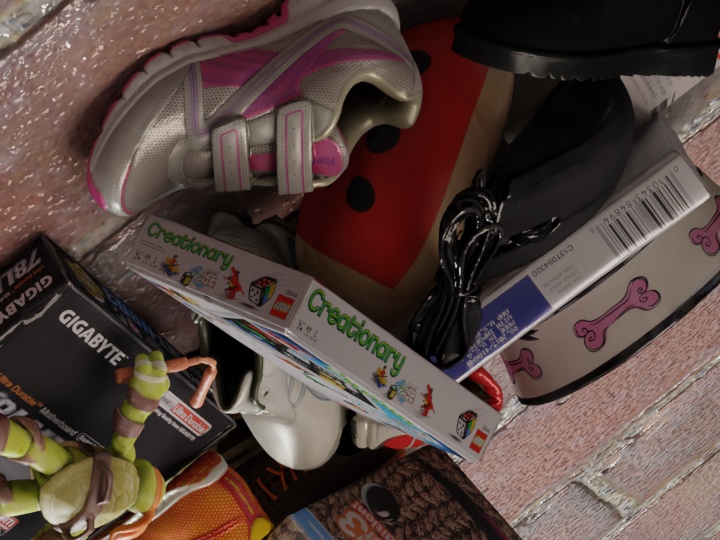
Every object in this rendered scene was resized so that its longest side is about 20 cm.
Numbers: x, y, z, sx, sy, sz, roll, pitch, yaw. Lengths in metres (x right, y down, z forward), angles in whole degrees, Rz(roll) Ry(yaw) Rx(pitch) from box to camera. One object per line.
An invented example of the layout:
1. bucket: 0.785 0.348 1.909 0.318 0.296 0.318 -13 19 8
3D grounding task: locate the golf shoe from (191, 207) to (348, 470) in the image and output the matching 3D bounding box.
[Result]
1. golf shoe: -0.065 0.061 1.419 0.098 0.078 0.201 -62 148 -42

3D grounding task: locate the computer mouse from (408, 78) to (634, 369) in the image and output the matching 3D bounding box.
1. computer mouse: 0.102 -0.038 1.318 0.200 0.052 0.139 -51 162 -35

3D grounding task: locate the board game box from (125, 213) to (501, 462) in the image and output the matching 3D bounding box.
1. board game box: -0.023 0.039 1.299 0.200 0.126 0.035 37 78 -49

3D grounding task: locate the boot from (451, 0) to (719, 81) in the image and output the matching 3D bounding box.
1. boot: 0.142 -0.188 1.286 0.197 0.073 0.164 -5 114 -37

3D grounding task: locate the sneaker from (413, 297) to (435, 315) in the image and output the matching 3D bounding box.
1. sneaker: 0.000 0.000 1.454 0.200 0.087 0.077 -45 153 23

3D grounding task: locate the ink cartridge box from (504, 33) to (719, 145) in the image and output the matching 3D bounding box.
1. ink cartridge box: 0.161 -0.146 1.432 0.200 0.068 0.116 -38 154 4

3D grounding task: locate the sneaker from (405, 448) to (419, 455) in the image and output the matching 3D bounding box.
1. sneaker: -0.018 0.142 1.697 0.200 0.069 0.099 -51 -173 -8

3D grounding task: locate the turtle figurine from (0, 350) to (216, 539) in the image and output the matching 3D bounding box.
1. turtle figurine: -0.171 0.124 1.338 0.160 0.065 0.200 10 127 -40

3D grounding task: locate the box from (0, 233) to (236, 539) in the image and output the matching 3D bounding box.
1. box: -0.200 0.096 1.381 0.198 0.050 0.200 -37 143 5

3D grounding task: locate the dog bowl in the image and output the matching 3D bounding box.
1. dog bowl: 0.163 -0.001 1.579 0.200 0.074 0.200 -38 -171 7

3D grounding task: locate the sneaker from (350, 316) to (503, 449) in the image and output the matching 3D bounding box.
1. sneaker: 0.052 0.078 1.530 0.200 0.084 0.078 -40 134 -70

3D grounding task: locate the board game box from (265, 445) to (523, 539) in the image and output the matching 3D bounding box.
1. board game box: 0.026 0.219 1.525 0.097 0.160 0.200 -49 167 27

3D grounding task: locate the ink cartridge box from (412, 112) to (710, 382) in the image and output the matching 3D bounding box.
1. ink cartridge box: 0.119 -0.022 1.484 0.196 0.043 0.200 -38 -171 10

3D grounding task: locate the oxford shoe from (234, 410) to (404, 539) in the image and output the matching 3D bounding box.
1. oxford shoe: -0.052 0.137 1.576 0.200 0.071 0.073 -35 153 -28

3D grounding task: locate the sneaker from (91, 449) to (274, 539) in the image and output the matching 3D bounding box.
1. sneaker: -0.132 0.184 1.495 0.200 0.077 0.073 -33 -176 47

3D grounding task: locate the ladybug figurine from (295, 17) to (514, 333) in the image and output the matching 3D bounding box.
1. ladybug figurine: 0.021 -0.059 1.349 0.072 0.136 0.201 21 98 -23

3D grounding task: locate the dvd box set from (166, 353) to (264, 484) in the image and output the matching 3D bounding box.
1. dvd box set: -0.115 0.108 1.556 0.199 0.029 0.147 -24 151 -24

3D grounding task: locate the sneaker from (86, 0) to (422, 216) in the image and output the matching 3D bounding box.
1. sneaker: -0.051 -0.081 1.262 0.199 0.088 0.082 -31 153 -10
